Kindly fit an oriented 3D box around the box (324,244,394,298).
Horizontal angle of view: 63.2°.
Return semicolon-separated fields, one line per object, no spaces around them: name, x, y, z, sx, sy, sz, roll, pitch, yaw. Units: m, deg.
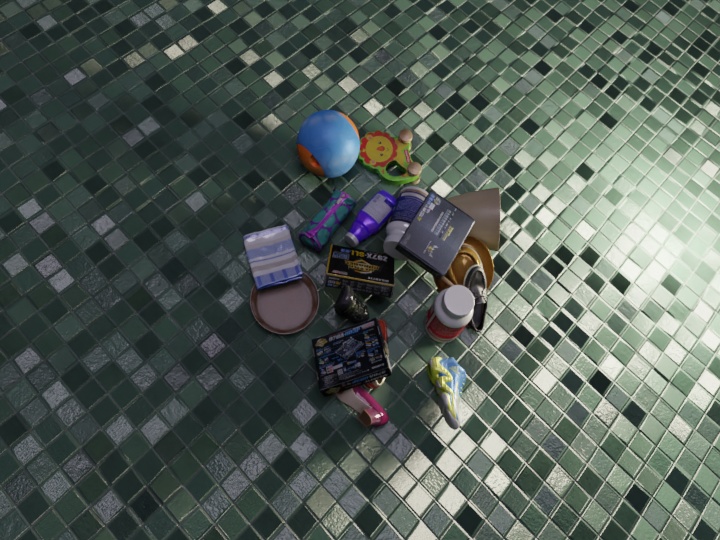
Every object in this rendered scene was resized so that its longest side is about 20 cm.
box;0.000;0.000;1.693;0.195;0.050;0.161;10;31;-2

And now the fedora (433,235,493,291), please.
fedora;0.300;0.000;1.709;0.195;0.082;0.206;1;97;7

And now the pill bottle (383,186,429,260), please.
pill bottle;0.140;-0.139;1.745;0.113;0.116;0.203;20;61;2

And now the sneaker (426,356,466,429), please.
sneaker;0.258;0.326;1.608;0.103;0.076;0.204;-13;68;-13

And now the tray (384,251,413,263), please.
tray;0.148;-0.120;1.820;0.105;0.022;0.204;19;65;2

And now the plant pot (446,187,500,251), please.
plant pot;0.320;-0.156;1.788;0.194;0.188;0.192;1;65;9

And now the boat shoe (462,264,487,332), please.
boat shoe;0.330;0.085;1.657;0.073;0.204;0.066;-4;28;-15

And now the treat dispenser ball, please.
treat dispenser ball;-0.099;-0.390;1.808;0.195;0.202;0.206;3;65;-6

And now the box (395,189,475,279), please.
box;0.212;-0.102;1.657;0.156;0.051;0.202;34;72;-1

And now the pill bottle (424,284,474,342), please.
pill bottle;0.249;0.119;1.629;0.109;0.201;0.115;3;66;-6

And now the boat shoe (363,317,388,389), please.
boat shoe;0.048;0.226;1.623;0.070;0.062;0.205;20;65;-23

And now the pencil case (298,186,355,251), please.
pencil case;-0.100;-0.152;1.764;0.084;0.093;0.201;33;67;8

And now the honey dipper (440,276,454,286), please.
honey dipper;0.219;0.006;1.700;0.038;0.038;0.200;-30;50;-18

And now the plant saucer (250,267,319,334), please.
plant saucer;-0.216;0.088;1.677;0.195;0.032;0.205;2;66;-5

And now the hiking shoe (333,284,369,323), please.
hiking shoe;-0.016;0.098;1.605;0.099;0.200;0.077;26;80;4

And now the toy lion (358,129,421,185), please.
toy lion;0.088;-0.368;1.905;0.187;0.069;0.204;-12;68;-4

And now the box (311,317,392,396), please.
box;-0.027;0.232;1.575;0.196;0.046;0.161;-19;52;5

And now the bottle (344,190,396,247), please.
bottle;0.030;-0.155;1.796;0.083;0.066;0.201;37;67;12

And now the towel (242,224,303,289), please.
towel;-0.256;-0.043;1.710;0.143;0.024;0.203;-14;56;-12

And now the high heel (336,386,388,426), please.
high heel;-0.004;0.343;1.595;0.068;0.095;0.201;-48;59;20
